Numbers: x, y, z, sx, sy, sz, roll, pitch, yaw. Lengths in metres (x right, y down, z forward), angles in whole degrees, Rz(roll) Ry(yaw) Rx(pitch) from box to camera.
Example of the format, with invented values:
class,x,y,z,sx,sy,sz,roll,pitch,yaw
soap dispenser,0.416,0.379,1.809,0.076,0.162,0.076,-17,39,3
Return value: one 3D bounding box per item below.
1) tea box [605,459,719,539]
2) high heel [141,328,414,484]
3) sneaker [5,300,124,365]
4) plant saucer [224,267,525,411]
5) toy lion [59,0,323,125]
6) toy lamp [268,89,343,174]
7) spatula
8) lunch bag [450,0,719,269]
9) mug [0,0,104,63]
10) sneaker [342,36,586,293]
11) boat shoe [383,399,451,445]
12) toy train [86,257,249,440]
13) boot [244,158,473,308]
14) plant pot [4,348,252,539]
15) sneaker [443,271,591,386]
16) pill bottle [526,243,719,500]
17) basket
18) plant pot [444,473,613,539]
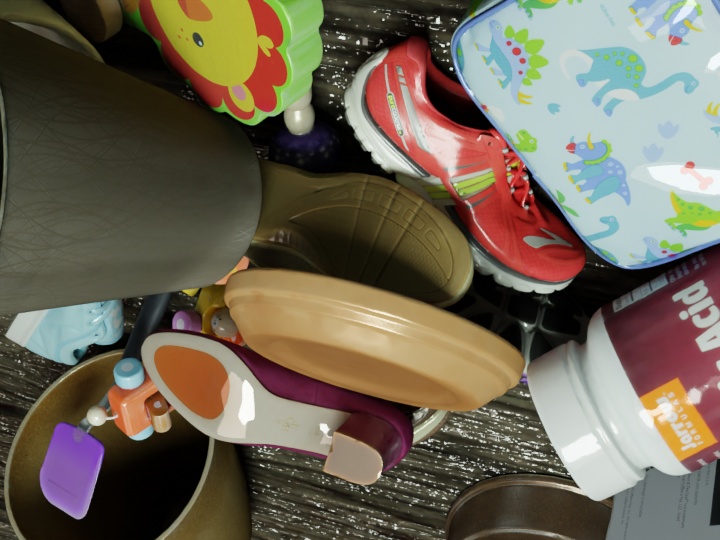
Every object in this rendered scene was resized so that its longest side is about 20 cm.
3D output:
class,x,y,z,sx,sy,sz,roll,pitch,yaw
tea box,0.267,0.263,0.881,0.133,0.201,0.198,-12,123,31
high heel,-0.058,0.091,0.875,0.199,0.096,0.068,29,106,10
sneaker,-0.215,0.015,0.973,0.082,0.074,0.200,30,144,-15
plant saucer,0.005,0.050,0.779,0.198,0.038,0.200,15,167,4
toy lion,-0.101,-0.185,0.691,0.191,0.069,0.201,27,142,33
toy lamp,-0.046,-0.152,0.751,0.058,0.058,0.201,7,131,18
spatula,-0.196,0.093,0.962,0.056,0.201,0.021,21,168,29
lunch bag,0.163,-0.104,0.684,0.160,0.083,0.200,-25,116,39
mug,-0.270,-0.124,0.781,0.153,0.185,0.150,51,161,39
sneaker,0.079,-0.064,0.766,0.200,0.077,0.085,41,124,-17
boat shoe,-0.028,0.099,0.947,0.201,0.075,0.075,-11,138,31
toy train,-0.132,0.039,0.897,0.055,0.150,0.201,34,138,34
boot,0.000,0.000,0.811,0.198,0.073,0.156,15,161,27
plant pot,-0.173,0.196,1.046,0.185,0.188,0.200,3,151,21
sneaker,0.134,0.070,0.857,0.199,0.081,0.084,28,141,-3
pill bottle,0.208,0.053,0.738,0.199,0.115,0.114,-31,115,16
basket,-0.163,-0.053,0.701,0.135,0.199,0.182,-26,71,33
plant pot,0.138,0.306,0.979,0.198,0.199,0.202,13,134,13
